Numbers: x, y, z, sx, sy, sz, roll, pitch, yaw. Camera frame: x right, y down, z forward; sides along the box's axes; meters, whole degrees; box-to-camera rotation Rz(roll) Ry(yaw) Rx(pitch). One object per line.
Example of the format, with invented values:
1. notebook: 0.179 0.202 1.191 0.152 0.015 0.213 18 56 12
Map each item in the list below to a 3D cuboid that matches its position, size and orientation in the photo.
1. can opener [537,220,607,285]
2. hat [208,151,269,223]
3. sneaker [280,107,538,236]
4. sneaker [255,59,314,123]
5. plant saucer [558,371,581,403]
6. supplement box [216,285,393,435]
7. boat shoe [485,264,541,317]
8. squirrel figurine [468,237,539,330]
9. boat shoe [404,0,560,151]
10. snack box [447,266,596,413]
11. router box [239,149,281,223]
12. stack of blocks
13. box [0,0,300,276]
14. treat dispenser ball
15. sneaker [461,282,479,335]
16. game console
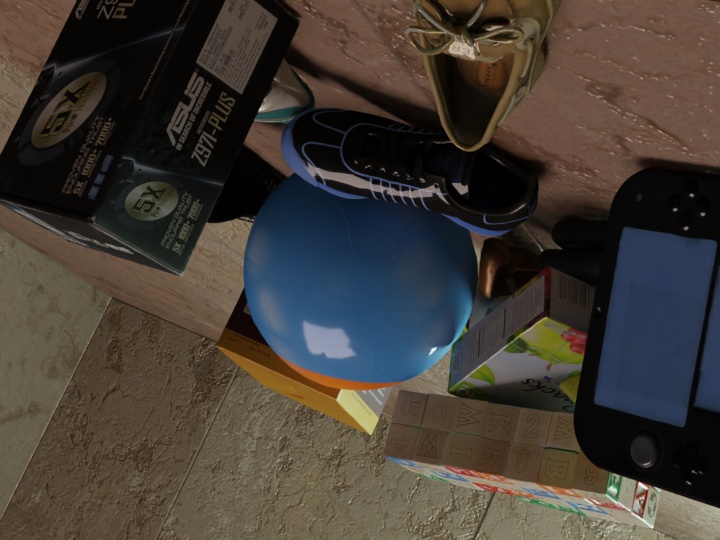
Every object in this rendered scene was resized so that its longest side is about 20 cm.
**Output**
1. can opener: 0.214 -0.003 1.035 0.067 0.054 0.200 31 170 -23
2. hat: -0.147 -0.123 1.179 0.199 0.081 0.201 25 -159 -11
3. sneaker: 0.039 -0.082 1.025 0.198 0.071 0.078 16 166 -7
4. sneaker: -0.123 -0.149 1.090 0.199 0.078 0.079 19 177 35
5. plant saucer: 0.279 0.089 0.980 0.198 0.048 0.199 17 146 -39
6. supplement box: -0.021 0.033 1.372 0.132 0.202 0.197 22 169 16
7. boat shoe: 0.203 0.017 1.131 0.198 0.073 0.072 -3 148 23
8. squirrel figurine: 0.197 0.060 1.267 0.185 0.143 0.200 13 -178 12
9. boat shoe: 0.067 -0.125 0.754 0.073 0.063 0.200 23 169 17
10. snack box: 0.190 0.082 1.105 0.198 0.053 0.142 22 143 -20
11. router box: -0.187 -0.115 1.462 0.199 0.051 0.149 17 165 44
12. stack of blocks: 0.133 0.152 1.112 0.198 0.059 0.115 5 162 33
13. box: -0.157 -0.115 0.968 0.086 0.202 0.163 32 169 -40
14. treat dispenser ball: 0.000 0.000 1.160 0.199 0.202 0.201 25 170 5
15. sneaker: 0.115 0.047 1.495 0.199 0.074 0.084 33 170 18
16. game console: 0.217 0.041 0.858 0.031 0.202 0.176 7 -176 -38
